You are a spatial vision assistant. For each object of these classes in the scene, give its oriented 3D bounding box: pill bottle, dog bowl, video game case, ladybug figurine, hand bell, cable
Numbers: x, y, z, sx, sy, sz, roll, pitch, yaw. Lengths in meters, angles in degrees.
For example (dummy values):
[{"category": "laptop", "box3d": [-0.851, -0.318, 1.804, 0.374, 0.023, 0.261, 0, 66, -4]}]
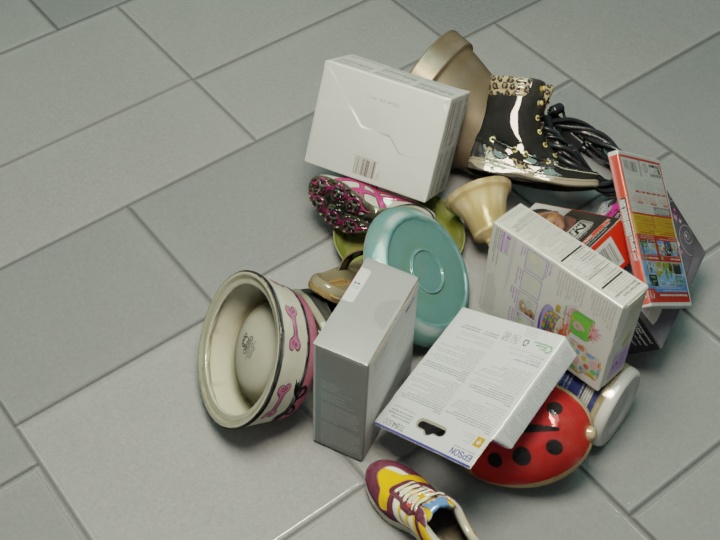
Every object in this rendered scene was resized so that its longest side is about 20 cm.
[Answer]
[{"category": "pill bottle", "box3d": [0.254, 0.132, 1.521, 0.198, 0.112, 0.111, 30, 54, 24]}, {"category": "dog bowl", "box3d": [-0.130, 0.105, 1.501, 0.073, 0.201, 0.201, 9, 38, -36]}, {"category": "video game case", "box3d": [0.376, -0.051, 1.512, 0.017, 0.142, 0.204, -17, 79, 35]}, {"category": "ladybug figurine", "box3d": [0.193, 0.198, 1.442, 0.197, 0.072, 0.138, -7, 73, 25]}, {"category": "hand bell", "box3d": [0.198, -0.022, 1.679, 0.102, 0.104, 0.203, -11, 69, -11]}, {"category": "cable", "box3d": [0.345, -0.190, 1.818, 0.162, 0.051, 0.201, -6, 50, -52]}]

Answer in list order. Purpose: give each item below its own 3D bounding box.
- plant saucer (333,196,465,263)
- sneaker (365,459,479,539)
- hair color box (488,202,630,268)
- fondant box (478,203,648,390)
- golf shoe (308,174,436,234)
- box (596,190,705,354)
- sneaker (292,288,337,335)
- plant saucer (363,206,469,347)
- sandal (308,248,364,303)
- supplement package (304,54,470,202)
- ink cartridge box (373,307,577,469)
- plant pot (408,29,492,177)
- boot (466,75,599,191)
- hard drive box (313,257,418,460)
[{"category": "plant saucer", "box3d": [0.057, -0.046, 1.738, 0.196, 0.031, 0.202, 0, 47, 0]}, {"category": "sneaker", "box3d": [0.078, 0.284, 1.394, 0.074, 0.091, 0.200, -31, 55, -26]}, {"category": "hair color box", "box3d": [0.266, -0.028, 1.555, 0.101, 0.062, 0.199, -40, 22, -14]}, {"category": "fondant box", "box3d": [0.245, 0.032, 1.438, 0.058, 0.146, 0.199, -31, 54, -33]}, {"category": "golf shoe", "box3d": [0.017, -0.092, 1.720, 0.198, 0.073, 0.092, 25, 33, 14]}, {"category": "box", "box3d": [0.372, 0.001, 1.601, 0.114, 0.133, 0.201, -16, 29, 46]}, {"category": "sneaker", "box3d": [-0.030, 0.057, 1.567, 0.104, 0.076, 0.200, -8, 15, -12]}, {"category": "plant saucer", "box3d": [0.086, 0.004, 1.605, 0.198, 0.027, 0.203, 20, 59, -37]}, {"category": "sandal", "box3d": [0.000, 0.000, 1.589, 0.080, 0.055, 0.199, 26, 19, 25]}, {"category": "supplement package", "box3d": [0.040, -0.212, 1.718, 0.197, 0.158, 0.111, 20, 20, 16]}, {"category": "ink cartridge box", "box3d": [0.138, 0.147, 1.428, 0.201, 0.043, 0.195, -51, 33, -16]}, {"category": "plant pot", "box3d": [0.158, -0.246, 1.831, 0.173, 0.201, 0.200, 36, 55, 10]}, {"category": "boot", "box3d": [0.265, -0.201, 1.725, 0.196, 0.073, 0.153, 10, 87, 7]}, {"category": "hard drive box", "box3d": [0.006, 0.114, 1.474, 0.076, 0.202, 0.157, 21, 49, 15]}]
